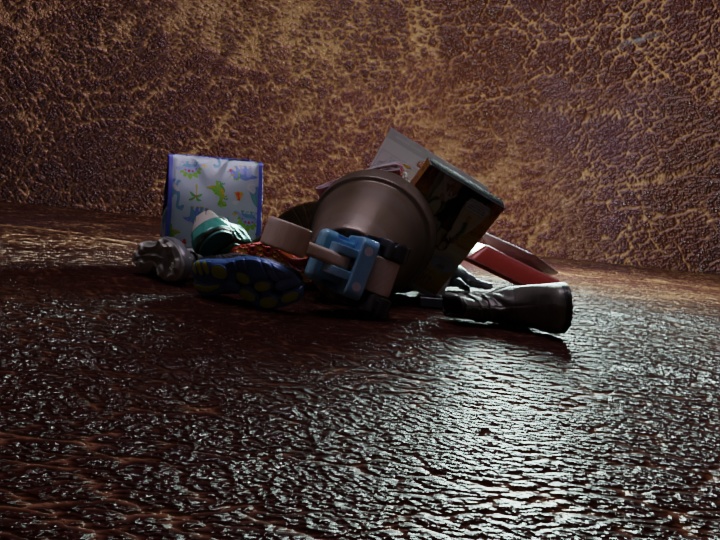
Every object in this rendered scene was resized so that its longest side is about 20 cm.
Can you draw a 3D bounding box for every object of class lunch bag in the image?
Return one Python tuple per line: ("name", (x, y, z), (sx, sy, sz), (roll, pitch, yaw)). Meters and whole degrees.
("lunch bag", (-0.260, -0.098, 1.867), (0.170, 0.201, 0.127), (3, 5, -15))

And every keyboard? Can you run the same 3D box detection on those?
("keyboard", (0.185, 0.052, 1.625), (0.199, 0.021, 0.127), (4, 4, -7))

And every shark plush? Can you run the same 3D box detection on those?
("shark plush", (0.164, 0.023, 1.955), (0.200, 0.091, 0.083), (30, 6, -44))

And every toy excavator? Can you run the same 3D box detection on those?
("toy excavator", (-0.041, -0.016, 1.390), (0.200, 0.100, 0.194), (20, -1, -12))

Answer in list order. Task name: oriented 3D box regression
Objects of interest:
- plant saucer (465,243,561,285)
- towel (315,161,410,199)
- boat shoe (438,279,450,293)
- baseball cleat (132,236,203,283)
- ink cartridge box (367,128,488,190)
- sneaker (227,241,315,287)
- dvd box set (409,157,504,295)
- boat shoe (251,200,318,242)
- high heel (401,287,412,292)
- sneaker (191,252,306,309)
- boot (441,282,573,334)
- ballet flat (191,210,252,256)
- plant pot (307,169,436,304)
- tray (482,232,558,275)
("plant saucer", (0.261, 0.000, 1.861), (0.200, 0.037, 0.200), (26, 1, -9))
("towel", (0.027, -0.067, 1.719), (0.146, 0.200, 0.030), (-16, 25, 10))
("boat shoe", (0.106, -0.055, 1.855), (0.072, 0.201, 0.071), (-6, -8, -34))
("baseball cleat", (-0.282, -0.020, 1.667), (0.106, 0.070, 0.200), (2, 6, -32))
("ink cartridge box", (0.087, -0.111, 1.786), (0.200, 0.174, 0.044), (31, -10, -8))
("sneaker", (-0.122, 0.001, 1.720), (0.200, 0.073, 0.077), (10, -15, -25))
("dvd box set", (0.110, -0.063, 1.689), (0.146, 0.200, 0.029), (29, 26, -17))
("boat shoe", (-0.116, -0.048, 1.788), (0.200, 0.072, 0.072), (-36, -19, 15))
("high heel", (0.000, 0.000, 1.795), (0.199, 0.068, 0.096), (2, 8, -8))
("sneaker", (-0.144, 0.004, 1.440), (0.199, 0.071, 0.083), (6, 21, 45))
("boot", (0.189, 0.052, 1.427), (0.130, 0.068, 0.200), (-1, -2, -17))
("ballet flat", (-0.229, -0.057, 1.688), (0.067, 0.070, 0.200), (-37, -13, 6))
("plant pot", (0.002, -0.034, 1.595), (0.199, 0.201, 0.174), (6, 20, 12))
("tray", (0.282, -0.024, 1.911), (0.107, 0.022, 0.200), (27, 2, 25))
